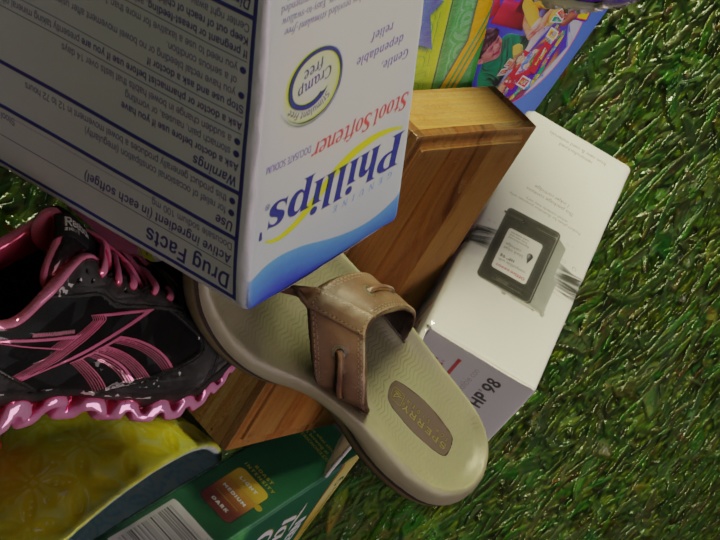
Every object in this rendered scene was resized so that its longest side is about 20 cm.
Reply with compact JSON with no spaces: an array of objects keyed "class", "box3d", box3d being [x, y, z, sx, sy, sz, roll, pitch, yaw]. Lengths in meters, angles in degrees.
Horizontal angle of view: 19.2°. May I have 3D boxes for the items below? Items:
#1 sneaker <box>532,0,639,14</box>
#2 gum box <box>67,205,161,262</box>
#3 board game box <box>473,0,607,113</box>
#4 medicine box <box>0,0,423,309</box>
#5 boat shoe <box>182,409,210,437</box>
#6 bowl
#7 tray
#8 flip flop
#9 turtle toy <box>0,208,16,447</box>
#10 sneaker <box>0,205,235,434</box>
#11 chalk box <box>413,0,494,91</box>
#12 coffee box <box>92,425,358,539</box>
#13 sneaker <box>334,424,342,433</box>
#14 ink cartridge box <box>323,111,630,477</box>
[{"class":"sneaker","box3d":[0.084,-0.210,1.008,0.069,0.200,0.100,-19,141,-7]},{"class":"gum box","box3d":[-0.037,-0.060,1.088,0.200,0.113,0.066,-25,143,-36]},{"class":"board game box","box3d":[0.102,-0.182,1.201,0.200,0.045,0.134,-54,150,9]},{"class":"medicine box","box3d":[-0.074,-0.119,0.863,0.103,0.182,0.200,-32,140,-42]},{"class":"boat shoe","box3d":[-0.135,0.141,1.218,0.201,0.073,0.063,-63,165,17]},{"class":"bowl","box3d":[-0.179,0.126,1.103,0.200,0.108,0.200,-43,167,-13]},{"class":"tray","box3d":[0.000,0.000,1.051,0.099,0.037,0.200,-10,138,-52]},{"class":"flip flop","box3d":[-0.001,0.036,0.965,0.200,0.057,0.081,46,57,-26]},{"class":"turtle toy","box3d":[-0.216,0.056,0.997,0.200,0.101,0.146,-57,149,13]},{"class":"sneaker","box3d":[-0.120,0.014,0.917,0.200,0.079,0.096,-12,132,-42]},{"class":"chalk box","box3d":[-0.012,-0.161,0.994,0.124,0.124,0.200,-24,143,-35]},{"class":"coffee box","box3d":[-0.091,0.154,1.126,0.200,0.044,0.123,-28,158,-54]},{"class":"sneaker","box3d":[-0.009,0.034,1.195,0.200,0.115,0.075,109,5,-59]},{"class":"ink cartridge box","box3d":[0.062,0.028,1.126,0.200,0.067,0.116,-63,-175,-35]}]
